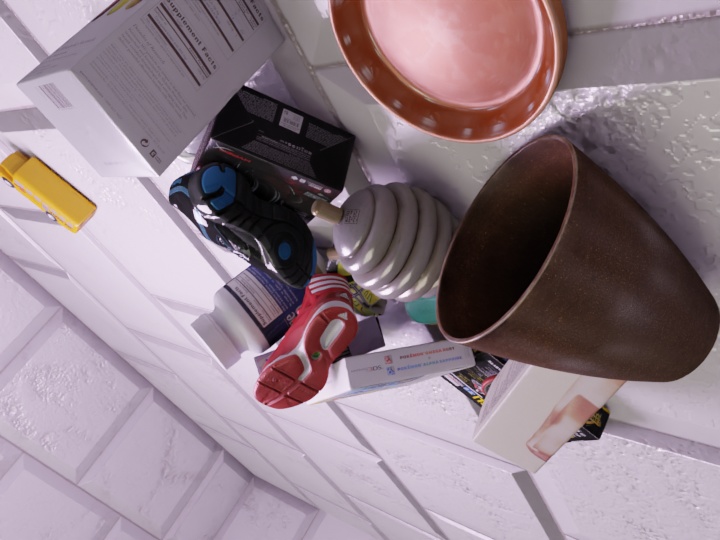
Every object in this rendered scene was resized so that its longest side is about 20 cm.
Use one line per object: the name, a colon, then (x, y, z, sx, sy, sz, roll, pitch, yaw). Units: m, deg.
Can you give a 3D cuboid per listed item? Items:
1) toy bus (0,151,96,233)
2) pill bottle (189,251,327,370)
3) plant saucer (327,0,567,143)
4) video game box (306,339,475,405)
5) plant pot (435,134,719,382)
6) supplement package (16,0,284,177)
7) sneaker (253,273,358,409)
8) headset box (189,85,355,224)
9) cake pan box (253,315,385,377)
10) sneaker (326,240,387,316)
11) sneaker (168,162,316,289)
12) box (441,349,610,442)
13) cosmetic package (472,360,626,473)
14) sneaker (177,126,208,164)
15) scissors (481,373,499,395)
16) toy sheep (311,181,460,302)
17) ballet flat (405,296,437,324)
toy bus: (-0.658, -0.167, 1.301, 0.200, 0.065, 0.078, 42, 152, -13)
pill bottle: (-0.139, 0.047, 0.892, 0.111, 0.200, 0.111, 45, 163, 18)
plant saucer: (0.065, -0.188, 0.489, 0.199, 0.032, 0.201, 27, 152, 16)
video game box: (0.031, 0.143, 0.865, 0.200, 0.181, 0.047, 140, 118, -63)
plant pot: (0.198, 0.014, 0.537, 0.199, 0.188, 0.187, 25, 156, -14)
supplement package: (-0.185, -0.194, 0.573, 0.113, 0.201, 0.110, 7, 143, 41)
sneaker: (-0.067, 0.086, 0.808, 0.078, 0.116, 0.200, 33, 120, -21)
headset box: (-0.115, -0.113, 0.721, 0.148, 0.076, 0.200, 20, 158, -20)
cake pan box: (-0.063, 0.123, 0.936, 0.200, 0.183, 0.053, 126, 124, -79)
sneaker: (0.000, 0.000, 0.841, 0.076, 0.076, 0.200, 12, 155, 10)
sneaker: (-0.125, -0.048, 0.699, 0.081, 0.074, 0.200, -1, 145, 40)
box: (0.220, 0.168, 0.874, 0.199, 0.049, 0.160, 38, 155, -5)
cosmetic package: (0.211, 0.123, 0.688, 0.087, 0.104, 0.201, 28, 135, 6)
sneaker: (-0.263, -0.223, 0.771, 0.199, 0.075, 0.115, 29, 149, -11)
scissors: (0.212, 0.111, 0.759, 0.073, 0.014, 0.201, 27, 132, 7)
toy sheep: (0.034, -0.032, 0.668, 0.199, 0.139, 0.138, 14, 163, -27)
ballet flat: (0.136, 0.027, 0.722, 0.199, 0.065, 0.071, 0, 122, 48)
